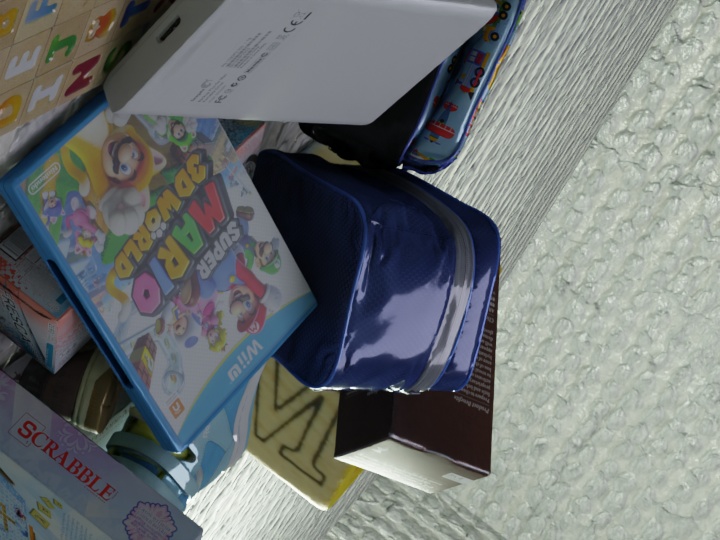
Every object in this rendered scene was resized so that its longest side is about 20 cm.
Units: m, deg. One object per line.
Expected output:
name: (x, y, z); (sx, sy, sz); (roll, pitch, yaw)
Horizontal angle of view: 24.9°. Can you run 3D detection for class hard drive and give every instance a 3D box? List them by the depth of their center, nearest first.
hard drive: (-0.032, -0.129, 0.940); (0.199, 0.026, 0.132); (-3, 154, -45)

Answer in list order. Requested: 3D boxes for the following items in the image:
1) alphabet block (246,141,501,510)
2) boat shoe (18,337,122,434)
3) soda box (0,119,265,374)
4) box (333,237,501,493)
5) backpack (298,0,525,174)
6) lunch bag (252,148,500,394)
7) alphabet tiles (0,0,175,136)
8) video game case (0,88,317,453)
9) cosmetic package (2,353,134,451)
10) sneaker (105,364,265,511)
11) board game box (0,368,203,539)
alphabet block: (-0.031, 0.044, 1.397); (0.195, 0.200, 0.197); (-44, 166, -43)
boat shoe: (-0.176, 0.034, 1.066); (0.201, 0.066, 0.072); (-86, -163, -65)
soda box: (-0.145, -0.032, 1.007); (0.200, 0.063, 0.068); (-47, 168, -32)
box: (0.046, 0.055, 1.232); (0.075, 0.100, 0.201); (-27, -132, 44)
backpack: (0.031, -0.156, 1.154); (0.200, 0.134, 0.183); (39, 75, -89)
lunch bag: (0.000, 0.000, 1.128); (0.132, 0.200, 0.137); (7, 107, -33)
alphabet tiles: (-0.133, -0.147, 0.833); (0.200, 0.006, 0.167); (-40, 164, -53)
video game case: (-0.112, -0.013, 0.966); (0.143, 0.018, 0.201); (-48, 124, -33)
cosmetic package: (-0.219, 0.133, 1.169); (0.113, 0.081, 0.200); (-42, 165, -46)
sneaker: (-0.124, 0.093, 1.071); (0.131, 0.079, 0.201); (-49, 153, -43)
board game box: (-0.193, 0.149, 1.003); (0.041, 0.199, 0.200); (-48, 169, -30)
